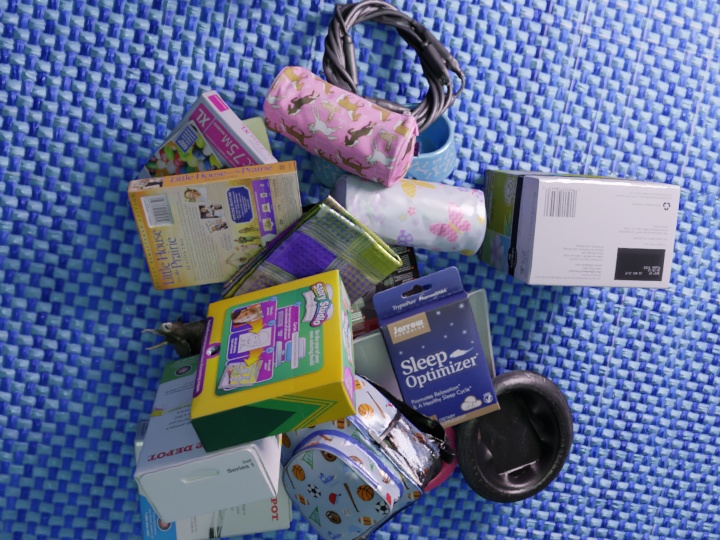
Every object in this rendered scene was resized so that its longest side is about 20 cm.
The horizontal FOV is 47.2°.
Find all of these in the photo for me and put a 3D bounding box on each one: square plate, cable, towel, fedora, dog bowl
[{"bbox_3d":[0.088,0.123,1.136,0.197,0.029,0.200,-21,133,-7],"label":"square plate"},{"bbox_3d":[0.029,-0.264,1.069,0.163,0.051,0.200,-42,87,-14],"label":"cable"},{"bbox_3d":[-0.061,0.011,1.016,0.199,0.023,0.143,-39,121,24],"label":"towel"},{"bbox_3d":[0.208,0.225,1.180,0.197,0.092,0.205,-5,108,-14],"label":"fedora"},{"bbox_3d":[0.033,-0.165,1.077,0.196,0.050,0.113,-6,58,-9],"label":"dog bowl"}]

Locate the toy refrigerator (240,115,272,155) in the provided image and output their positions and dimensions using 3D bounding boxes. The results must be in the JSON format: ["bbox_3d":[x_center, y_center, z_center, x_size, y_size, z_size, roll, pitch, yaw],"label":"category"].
[{"bbox_3d":[-0.131,-0.094,1.073,0.069,0.076,0.204,-15,100,-9],"label":"toy refrigerator"}]

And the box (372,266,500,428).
[{"bbox_3d":[0.097,0.107,1.056,0.119,0.032,0.203,-19,108,0],"label":"box"}]

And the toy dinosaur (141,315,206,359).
[{"bbox_3d":[-0.188,0.115,1.104,0.101,0.077,0.201,-31,117,14],"label":"toy dinosaur"}]

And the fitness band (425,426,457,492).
[{"bbox_3d":[0.046,0.262,1.163,0.196,0.038,0.146,-9,116,-9],"label":"fitness band"}]

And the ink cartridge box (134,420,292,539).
[{"bbox_3d":[-0.196,0.274,1.108,0.196,0.084,0.149,-4,98,-12],"label":"ink cartridge box"}]

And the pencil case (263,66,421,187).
[{"bbox_3d":[-0.024,-0.178,1.002,0.198,0.084,0.087,26,53,15],"label":"pencil case"}]

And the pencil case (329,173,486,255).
[{"bbox_3d":[0.059,-0.067,1.037,0.196,0.083,0.092,4,115,-12],"label":"pencil case"}]

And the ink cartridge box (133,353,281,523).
[{"bbox_3d":[-0.171,0.185,0.983,0.142,0.201,0.085,-16,121,7],"label":"ink cartridge box"}]

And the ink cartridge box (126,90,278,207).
[{"bbox_3d":[-0.207,-0.106,1.021,0.119,0.042,0.200,46,116,1],"label":"ink cartridge box"}]

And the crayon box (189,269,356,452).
[{"bbox_3d":[-0.095,0.097,0.936,0.169,0.201,0.059,-14,124,7],"label":"crayon box"}]

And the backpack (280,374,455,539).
[{"bbox_3d":[-0.017,0.234,1.037,0.191,0.154,0.200,49,123,7],"label":"backpack"}]

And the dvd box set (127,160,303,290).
[{"bbox_3d":[-0.165,-0.051,0.992,0.196,0.030,0.148,-8,127,-2],"label":"dvd box set"}]

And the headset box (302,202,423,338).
[{"bbox_3d":[0.000,0.000,1.113,0.146,0.077,0.204,-16,102,-9],"label":"headset box"}]

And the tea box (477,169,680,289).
[{"bbox_3d":[0.282,-0.059,1.102,0.196,0.197,0.136,2,99,-13],"label":"tea box"}]
